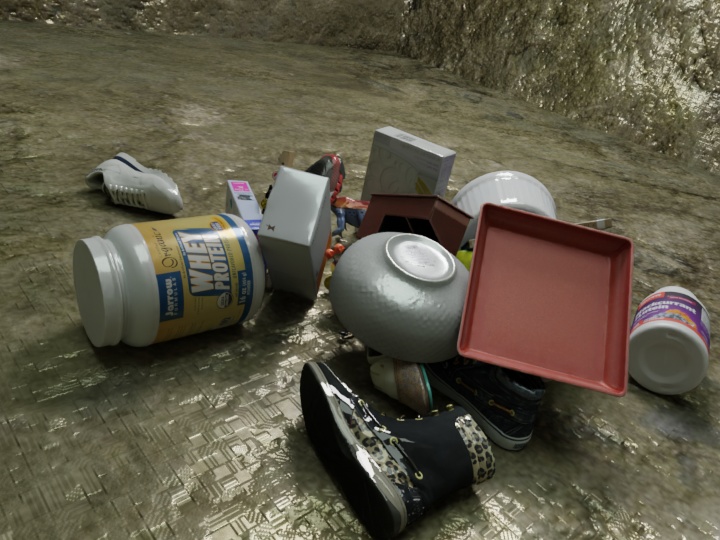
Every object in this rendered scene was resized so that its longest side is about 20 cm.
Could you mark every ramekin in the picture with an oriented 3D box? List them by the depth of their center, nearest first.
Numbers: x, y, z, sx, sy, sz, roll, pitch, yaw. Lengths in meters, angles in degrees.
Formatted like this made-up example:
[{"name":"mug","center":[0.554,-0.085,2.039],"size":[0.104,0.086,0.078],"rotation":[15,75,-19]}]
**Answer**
[{"name":"ramekin","center":[0.247,-0.058,1.024],"size":[0.196,0.203,0.098],"rotation":[11,34,-3]}]

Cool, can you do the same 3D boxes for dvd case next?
[{"name":"dvd case","center":[0.254,-0.048,0.890],"size":[0.196,0.016,0.149],"rotation":[-9,-3,5]}]

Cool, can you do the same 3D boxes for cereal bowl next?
[{"name":"cereal bowl","center":[0.063,0.016,0.748],"size":[0.196,0.084,0.202],"rotation":[12,37,-9]}]

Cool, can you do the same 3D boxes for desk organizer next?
[{"name":"desk organizer","center":[0.074,-0.065,0.898],"size":[0.071,0.078,0.199],"rotation":[25,-4,-27]}]

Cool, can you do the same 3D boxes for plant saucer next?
[{"name":"plant saucer","center":[0.222,0.034,0.714],"size":[0.196,0.037,0.203],"rotation":[14,68,1]}]

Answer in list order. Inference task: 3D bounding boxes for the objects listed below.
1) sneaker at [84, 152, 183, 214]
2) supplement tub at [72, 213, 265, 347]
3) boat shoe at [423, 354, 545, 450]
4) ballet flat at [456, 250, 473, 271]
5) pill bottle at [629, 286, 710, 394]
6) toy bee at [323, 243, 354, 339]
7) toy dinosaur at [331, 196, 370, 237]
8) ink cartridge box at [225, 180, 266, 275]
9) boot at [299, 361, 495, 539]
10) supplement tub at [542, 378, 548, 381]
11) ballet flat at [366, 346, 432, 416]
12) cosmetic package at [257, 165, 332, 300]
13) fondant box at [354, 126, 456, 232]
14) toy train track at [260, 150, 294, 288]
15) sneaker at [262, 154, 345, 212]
[{"name":"sneaker","center":[-0.391,-0.138,1.035],"size":[0.198,0.078,0.080],"rotation":[23,40,28]},{"name":"supplement tub","center":[-0.233,0.011,0.733],"size":[0.198,0.147,0.144],"rotation":[-12,36,-39]},{"name":"boat shoe","center":[0.148,0.124,0.751],"size":[0.070,0.092,0.200],"rotation":[-10,35,-37]},{"name":"ballet flat","center":[0.113,0.018,0.890],"size":[0.067,0.068,0.199],"rotation":[-37,14,-30]},{"name":"pill bottle","center":[0.481,0.097,0.925],"size":[0.110,0.113,0.199],"rotation":[25,29,21]},{"name":"toy bee","center":[0.000,0.000,0.874],"size":[0.130,0.110,0.200],"rotation":[-31,11,5]},{"name":"toy dinosaur","center":[-0.011,-0.107,1.058],"size":[0.181,0.200,0.105],"rotation":[44,10,-7]},{"name":"ink cartridge box","center":[-0.169,-0.039,0.880],"size":[0.041,0.121,0.201],"rotation":[-1,30,-20]},{"name":"boot","center":[0.034,0.169,0.635],"size":[0.151,0.074,0.204],"rotation":[-9,42,-32]},{"name":"supplement tub","center":[0.260,0.053,0.856],"size":[0.143,0.147,0.199],"rotation":[24,30,21]},{"name":"ballet flat","center":[0.043,0.119,0.761],"size":[0.066,0.069,0.201],"rotation":[-10,24,-1]},{"name":"cosmetic package","center":[-0.085,-0.044,0.825],"size":[0.070,0.201,0.103],"rotation":[13,69,4]},{"name":"fondant box","center":[0.078,-0.141,1.090],"size":[0.143,0.203,0.058],"rotation":[26,31,24]},{"name":"toy train track","center":[-0.130,-0.077,0.884],"size":[0.032,0.204,0.115],"rotation":[10,10,9]},{"name":"sneaker","center":[-0.101,-0.120,0.975],"size":[0.070,0.202,0.098],"rotation":[30,-11,38]}]
